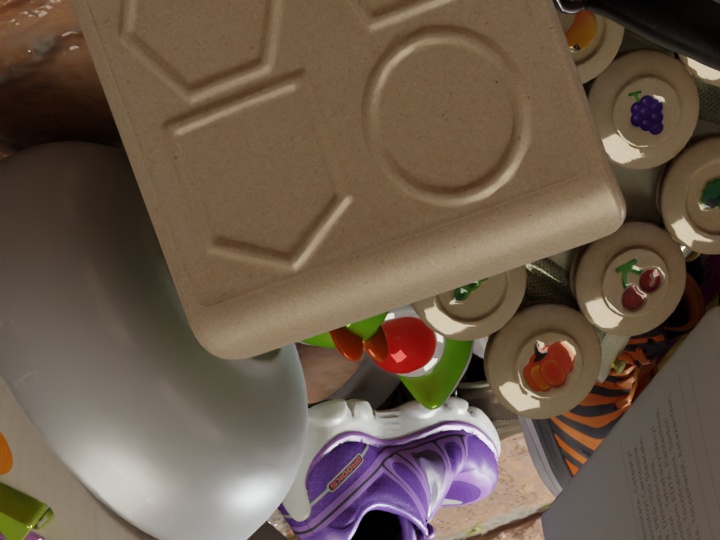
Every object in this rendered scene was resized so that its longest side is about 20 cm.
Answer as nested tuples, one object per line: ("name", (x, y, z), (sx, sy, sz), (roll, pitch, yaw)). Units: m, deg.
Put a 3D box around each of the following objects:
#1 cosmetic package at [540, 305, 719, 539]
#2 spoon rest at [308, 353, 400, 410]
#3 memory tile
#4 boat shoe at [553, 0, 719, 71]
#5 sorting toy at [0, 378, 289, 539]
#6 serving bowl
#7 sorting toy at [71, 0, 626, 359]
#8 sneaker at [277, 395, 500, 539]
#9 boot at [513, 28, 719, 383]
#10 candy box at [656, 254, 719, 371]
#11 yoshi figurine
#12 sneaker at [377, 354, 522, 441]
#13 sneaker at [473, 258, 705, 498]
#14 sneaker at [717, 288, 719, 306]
("cosmetic package", (0.201, 0.138, 1.054), (0.166, 0.167, 0.200), (4, 146, -21))
("spoon rest", (-0.050, 0.068, 1.271), (0.199, 0.061, 0.099), (-28, 144, 34))
("memory tile", (0.096, -0.048, 0.968), (0.200, 0.017, 0.153), (-43, 110, 1))
("boat shoe", (0.110, -0.111, 0.894), (0.199, 0.057, 0.067), (19, 162, 10))
("sorting toy", (-0.105, 0.106, 1.099), (0.107, 0.180, 0.200), (-59, 160, 6))
("serving bowl", (-0.085, 0.021, 1.045), (0.066, 0.201, 0.200), (-34, 143, 20))
("sorting toy", (-0.012, -0.082, 0.910), (0.184, 0.201, 0.036), (-19, -173, 23))
("sneaker", (0.012, 0.115, 1.197), (0.080, 0.084, 0.200), (-30, 164, 27))
("boot", (0.139, -0.020, 1.048), (0.199, 0.072, 0.155), (27, 94, -38))
("candy box", (0.251, 0.014, 1.228), (0.199, 0.061, 0.137), (4, 149, -16))
("yoshi figurine", (0.001, -0.016, 1.045), (0.112, 0.113, 0.200), (29, -174, 31))
("sneaker", (0.046, 0.065, 1.297), (0.199, 0.071, 0.075), (-31, 127, 29))
("sneaker", (0.132, 0.053, 1.174), (0.112, 0.078, 0.200), (-17, 120, 41))
("sneaker", (0.209, 0.056, 1.154), (0.079, 0.076, 0.200), (3, 161, 10))
